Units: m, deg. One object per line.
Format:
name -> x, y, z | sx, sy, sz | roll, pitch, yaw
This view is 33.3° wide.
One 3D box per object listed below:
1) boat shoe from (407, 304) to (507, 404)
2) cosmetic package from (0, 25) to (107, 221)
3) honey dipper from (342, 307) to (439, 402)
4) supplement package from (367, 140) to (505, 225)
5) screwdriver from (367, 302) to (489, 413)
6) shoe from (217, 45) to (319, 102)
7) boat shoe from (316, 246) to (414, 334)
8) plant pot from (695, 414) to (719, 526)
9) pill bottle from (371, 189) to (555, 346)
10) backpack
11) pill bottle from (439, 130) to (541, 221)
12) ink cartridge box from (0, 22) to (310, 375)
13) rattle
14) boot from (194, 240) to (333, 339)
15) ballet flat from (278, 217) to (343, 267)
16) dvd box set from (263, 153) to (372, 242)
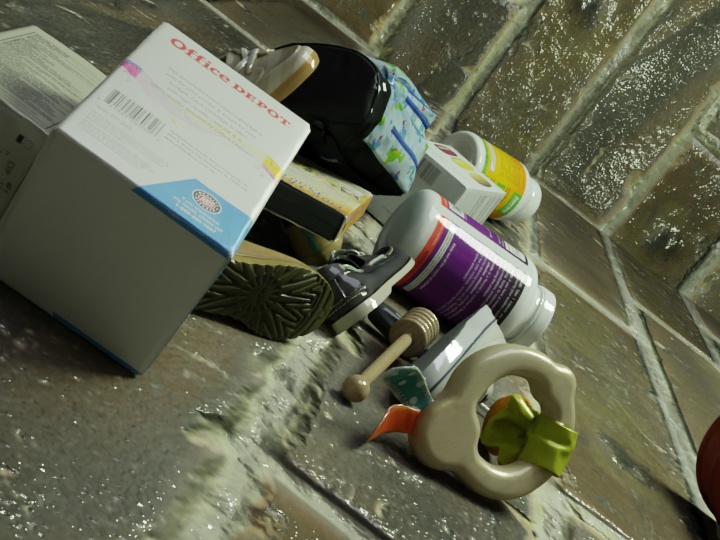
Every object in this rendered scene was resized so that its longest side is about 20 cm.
boat shoe -> 0.093, 0.092, 1.095 | 0.070, 0.071, 0.200 | 53, 23, 2
cosmetic package -> -0.248, -0.105, 0.859 | 0.103, 0.088, 0.200 | 35, 16, -4
honey dipper -> 0.027, 0.074, 1.042 | 0.038, 0.038, 0.200 | 39, 21, 6
supplement package -> 0.100, -0.099, 1.616 | 0.114, 0.110, 0.200 | 42, 15, 15
screwdriver -> 0.086, 0.101, 1.152 | 0.200, 0.028, 0.029 | 41, -15, 3
shoe -> -0.132, -0.166, 1.111 | 0.054, 0.199, 0.070 | 57, 23, -29
boat shoe -> 0.000, 0.000, 1.142 | 0.063, 0.072, 0.200 | 51, 19, -3
plant pot -> 0.466, 0.259, 1.274 | 0.200, 0.201, 0.195 | 36, 22, -4
pill bottle -> 0.117, 0.006, 1.338 | 0.199, 0.113, 0.113 | 34, 15, -16
backpack -> -0.005, -0.149, 1.214 | 0.162, 0.155, 0.200 | 16, -25, 32
pill bottle -> 0.221, -0.153, 2.063 | 0.199, 0.111, 0.111 | 23, 20, -43
ink cartridge box -> -0.132, -0.058, 0.802 | 0.128, 0.125, 0.200 | 36, 34, -7
rattle -> 0.070, 0.113, 0.996 | 0.198, 0.131, 0.143 | 0, 20, -24
boot -> -0.128, -0.039, 0.991 | 0.175, 0.066, 0.200 | 23, 19, -45
ballet flat -> -0.061, -0.077, 1.236 | 0.063, 0.068, 0.200 | 56, 3, -33
dvd box set -> -0.067, -0.082, 1.091 | 0.145, 0.030, 0.200 | 27, 11, 1
